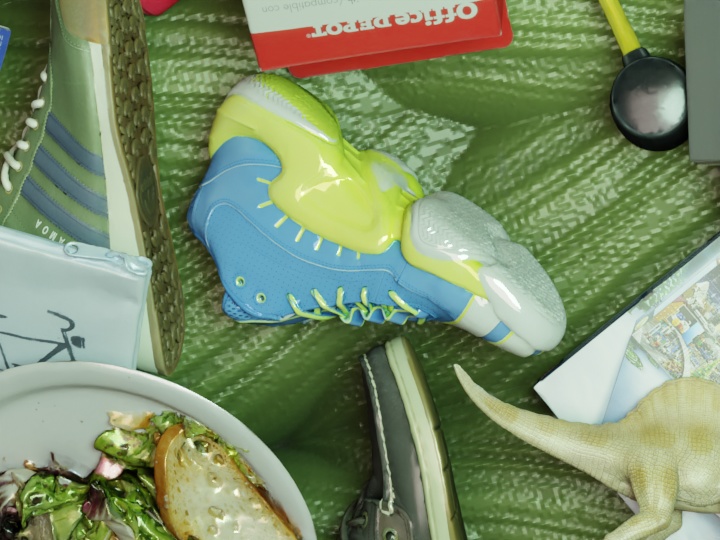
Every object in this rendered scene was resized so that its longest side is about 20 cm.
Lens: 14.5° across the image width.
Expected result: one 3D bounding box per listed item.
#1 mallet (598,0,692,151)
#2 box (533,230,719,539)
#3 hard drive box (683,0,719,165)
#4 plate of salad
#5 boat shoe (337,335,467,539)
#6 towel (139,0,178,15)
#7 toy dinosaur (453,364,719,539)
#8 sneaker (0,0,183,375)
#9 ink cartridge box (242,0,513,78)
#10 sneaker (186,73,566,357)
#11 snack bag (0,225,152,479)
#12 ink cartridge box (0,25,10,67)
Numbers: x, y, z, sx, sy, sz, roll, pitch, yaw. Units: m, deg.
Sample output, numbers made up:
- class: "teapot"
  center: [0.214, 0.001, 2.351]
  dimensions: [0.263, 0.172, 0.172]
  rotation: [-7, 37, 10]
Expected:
- class: "mallet"
  center: [0.106, -0.145, 1.314]
  dimensions: [0.041, 0.066, 0.201]
  rotation: [-25, 75, 7]
- class: "box"
  center: [0.195, 0.088, 1.309]
  dimensions: [0.136, 0.038, 0.200]
  rotation: [-39, 88, 8]
- class: "hard drive box"
  center: [0.256, -0.086, 1.201]
  dimensions: [0.199, 0.156, 0.077]
  rotation: [-3, 93, -12]
- class: "plate of salad"
  center: [-0.118, 0.129, 1.313]
  dimensions: [0.199, 0.048, 0.201]
  rotation: [7, 127, 9]
- class: "boat shoe"
  center: [0.018, 0.134, 1.320]
  dimensions: [0.066, 0.072, 0.202]
  rotation: [-12, 96, 3]
- class: "towel"
  center: [-0.069, -0.214, 1.285]
  dimensions: [0.200, 0.023, 0.145]
  rotation: [-31, 116, 25]
- class: "toy dinosaur"
  center: [0.136, 0.097, 1.281]
  dimensions: [0.199, 0.058, 0.102]
  rotation: [6, 80, 0]
- class: "sneaker"
  center: [-0.142, -0.045, 1.319]
  dimensions: [0.089, 0.067, 0.201]
  rotation: [-5, 102, 13]
- class: "ink cartridge box"
  center: [0.000, -0.163, 1.262]
  dimensions: [0.116, 0.067, 0.201]
  rotation: [-8, 124, 9]
- class: "sneaker"
  center: [0.000, 0.000, 1.312]
  dimensions: [0.200, 0.076, 0.105]
  rotation: [39, 106, 22]
- class: "snack bag"
  center: [-0.193, 0.046, 1.322]
  dimensions: [0.188, 0.021, 0.201]
  rotation: [16, 127, 8]
- class: "ink cartridge box"
  center: [-0.271, -0.126, 1.309]
  dimensions: [0.199, 0.094, 0.044]
  rotation: [20, 96, 22]
